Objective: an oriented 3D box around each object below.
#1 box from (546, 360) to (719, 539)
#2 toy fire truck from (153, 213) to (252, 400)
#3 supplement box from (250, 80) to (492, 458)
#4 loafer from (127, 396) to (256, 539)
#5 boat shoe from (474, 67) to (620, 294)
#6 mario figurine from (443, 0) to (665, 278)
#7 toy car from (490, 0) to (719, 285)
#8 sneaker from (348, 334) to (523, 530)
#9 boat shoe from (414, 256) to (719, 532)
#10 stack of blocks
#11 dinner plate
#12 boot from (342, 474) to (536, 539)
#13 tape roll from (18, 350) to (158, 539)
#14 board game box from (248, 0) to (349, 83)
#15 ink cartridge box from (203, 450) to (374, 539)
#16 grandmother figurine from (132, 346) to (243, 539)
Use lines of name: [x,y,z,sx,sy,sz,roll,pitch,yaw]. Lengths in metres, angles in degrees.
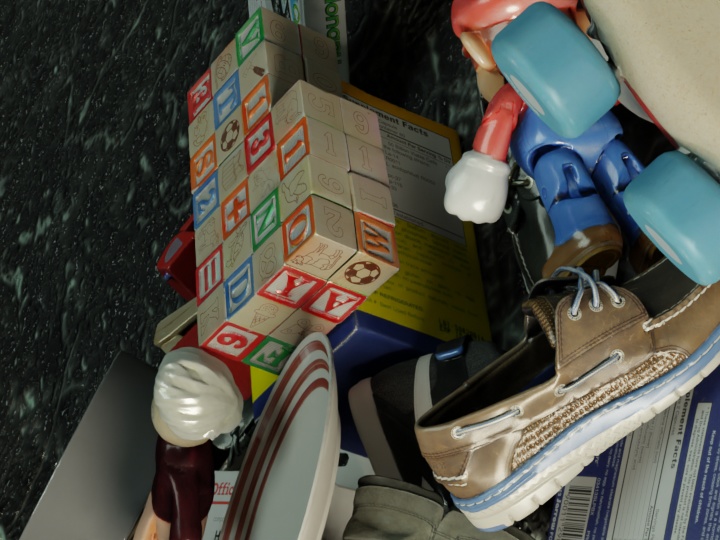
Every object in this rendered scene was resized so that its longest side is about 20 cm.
box: [0.167,0.103,0.900,0.199,0.032,0.122,-6,67,59]
toy fire truck: [-0.100,0.020,1.308,0.141,0.049,0.199,-52,24,-19]
supplement box: [0.000,0.000,1.156,0.109,0.108,0.201,-42,39,37]
loafer: [-0.096,0.125,1.281,0.201,0.063,0.072,-65,30,8]
boat shoe: [0.100,-0.056,1.080,0.069,0.056,0.201,-42,40,38]
mario figurine: [0.104,-0.076,1.025,0.106,0.123,0.201,-36,59,28]
toy car: [0.177,-0.107,0.930,0.184,0.177,0.200,-43,-3,1]
sneaker: [0.074,0.122,1.003,0.111,0.073,0.201,-29,63,12]
boat shoe: [0.112,0.038,0.911,0.200,0.072,0.072,-43,20,-2]
stack of blocks: [-0.044,-0.056,1.095,0.115,0.058,0.201,-43,40,36]
dinner plate: [-0.044,0.132,1.004,0.200,0.024,0.202,-163,90,-79]
boot: [0.062,0.186,0.921,0.131,0.199,0.068,-58,-13,-22]
tape roll: [-0.188,0.160,1.327,0.202,0.066,0.200,-62,3,6]
board game box: [-0.044,-0.160,1.295,0.126,0.034,0.202,-129,30,-55]
ink cartridge box: [-0.058,0.189,1.177,0.115,0.067,0.202,-10,64,56]
grandmother figurine: [-0.106,0.131,1.091,0.122,0.060,0.201,-111,25,-50]
